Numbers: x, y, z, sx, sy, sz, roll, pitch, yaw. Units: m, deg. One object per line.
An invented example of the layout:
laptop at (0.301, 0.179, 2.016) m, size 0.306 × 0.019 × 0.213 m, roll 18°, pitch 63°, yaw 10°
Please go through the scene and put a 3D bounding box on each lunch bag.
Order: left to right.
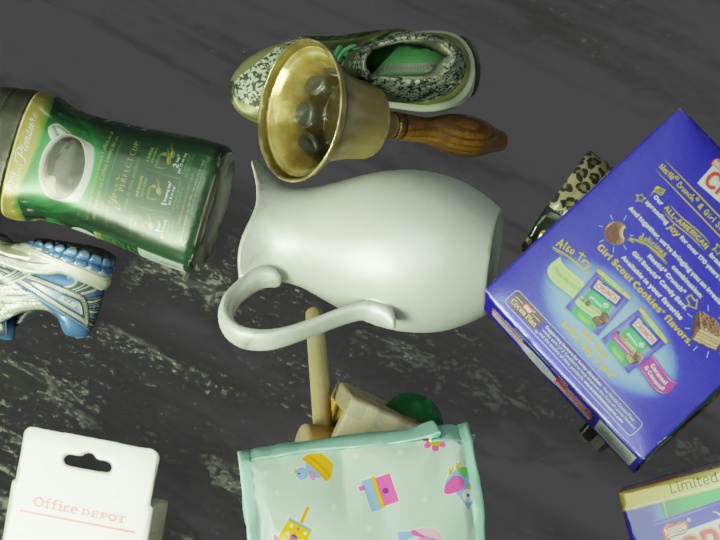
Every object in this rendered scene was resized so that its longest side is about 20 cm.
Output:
lunch bag at (0.004, 0.205, 1.374) m, size 0.169 × 0.122 × 0.202 m, roll -5°, pitch 97°, yaw -4°

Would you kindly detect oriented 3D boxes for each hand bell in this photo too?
hand bell at (0.031, -0.108, 1.540) m, size 0.104 × 0.199 × 0.105 m, roll -9°, pitch 79°, yaw 51°

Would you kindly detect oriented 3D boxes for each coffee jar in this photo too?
coffee jar at (-0.204, -0.074, 1.596) m, size 0.198 × 0.085 × 0.105 m, roll 17°, pitch 91°, yaw 7°

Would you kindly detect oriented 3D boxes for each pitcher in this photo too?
pitcher at (0.000, 0.000, 1.537) m, size 0.198 × 0.122 × 0.173 m, roll 7°, pitch 52°, yaw 10°

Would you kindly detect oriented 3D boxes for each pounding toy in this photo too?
pounding toy at (-0.010, 0.149, 1.524) m, size 0.141 × 0.184 × 0.201 m, roll 24°, pitch 89°, yaw -5°

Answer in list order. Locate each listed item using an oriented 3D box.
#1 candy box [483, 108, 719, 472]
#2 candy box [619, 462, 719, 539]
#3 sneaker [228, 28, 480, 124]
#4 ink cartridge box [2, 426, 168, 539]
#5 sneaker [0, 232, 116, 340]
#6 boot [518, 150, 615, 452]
candy box at (0.216, 0.015, 1.480) m, size 0.200 × 0.077 × 0.169 m, roll -42°, pitch 81°, yaw -6°
candy box at (0.298, 0.239, 1.514) m, size 0.168 × 0.077 × 0.202 m, roll -15°, pitch 83°, yaw 8°
sneaker at (-0.008, -0.158, 1.577) m, size 0.198 × 0.089 × 0.078 m, roll -8°, pitch 81°, yaw 5°
ink cartridge box at (-0.218, 0.229, 1.586) m, size 0.115 × 0.067 × 0.202 m, roll 10°, pitch 88°, yaw 7°
sneaker at (-0.296, 0.011, 1.608) m, size 0.198 × 0.077 × 0.086 m, roll 10°, pitch 91°, yaw 8°
boot at (0.186, 0.020, 1.551) m, size 0.150 × 0.073 × 0.201 m, roll 34°, pitch 87°, yaw 6°
